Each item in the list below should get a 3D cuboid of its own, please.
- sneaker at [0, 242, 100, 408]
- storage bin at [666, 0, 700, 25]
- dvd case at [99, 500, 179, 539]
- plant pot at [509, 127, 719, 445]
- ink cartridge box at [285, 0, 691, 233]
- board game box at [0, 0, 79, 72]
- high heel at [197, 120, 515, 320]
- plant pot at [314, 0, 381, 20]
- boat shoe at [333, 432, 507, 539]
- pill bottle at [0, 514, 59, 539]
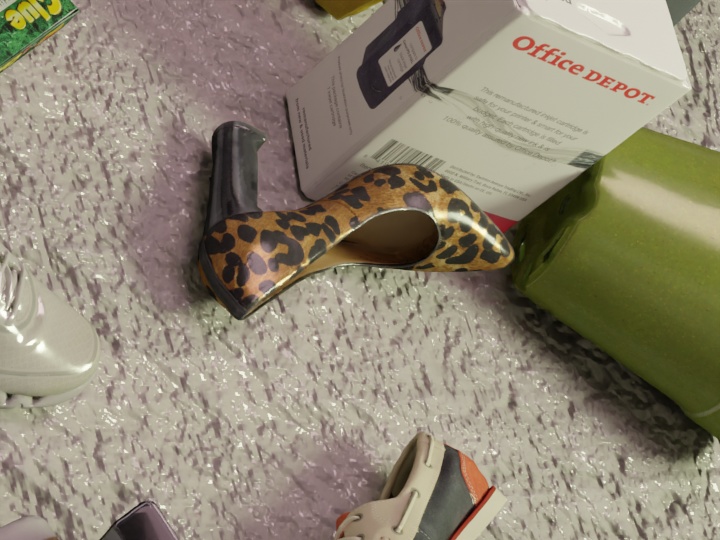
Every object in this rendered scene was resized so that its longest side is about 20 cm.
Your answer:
[{"bbox_3d":[-0.203,0.001,1.213,0.199,0.081,0.075,31,39,-28],"label":"sneaker"},{"bbox_3d":[0.145,-0.229,1.725,0.145,0.134,0.201,16,49,-38],"label":"storage bin"},{"bbox_3d":[-0.076,0.186,1.109,0.025,0.200,0.151,-32,84,-21],"label":"dvd case"},{"bbox_3d":[0.202,-0.003,1.580,0.189,0.200,0.201,25,43,-12],"label":"plant pot"},{"bbox_3d":[0.074,-0.108,1.494,0.144,0.200,0.085,18,48,-36],"label":"ink cartridge box"},{"bbox_3d":[-0.239,-0.136,1.336,0.105,0.023,0.200,47,37,-2],"label":"board game box"},{"bbox_3d":[0.000,0.000,1.428,0.199,0.072,0.143,18,42,-17],"label":"high heel"},{"bbox_3d":[0.024,-0.277,1.605,0.200,0.199,0.177,-31,96,-53],"label":"plant pot"},{"bbox_3d":[0.013,0.150,1.325,0.063,0.071,0.200,45,35,2],"label":"boat shoe"},{"bbox_3d":[-0.131,0.217,1.082,0.201,0.111,0.111,56,37,6],"label":"pill bottle"}]
